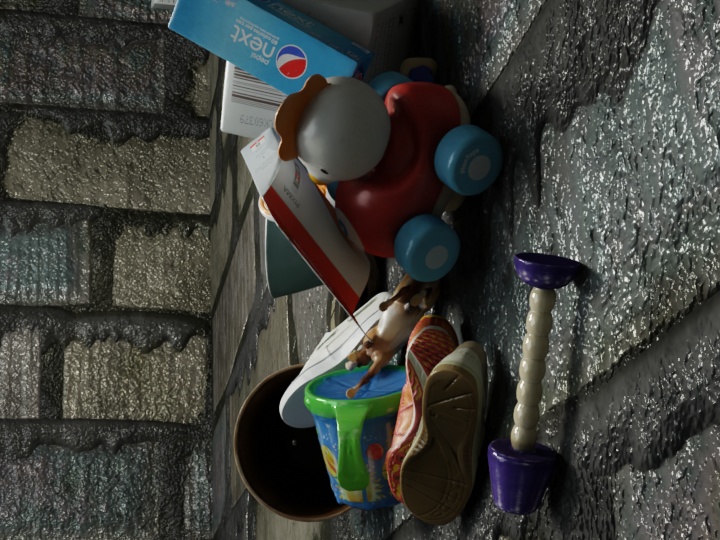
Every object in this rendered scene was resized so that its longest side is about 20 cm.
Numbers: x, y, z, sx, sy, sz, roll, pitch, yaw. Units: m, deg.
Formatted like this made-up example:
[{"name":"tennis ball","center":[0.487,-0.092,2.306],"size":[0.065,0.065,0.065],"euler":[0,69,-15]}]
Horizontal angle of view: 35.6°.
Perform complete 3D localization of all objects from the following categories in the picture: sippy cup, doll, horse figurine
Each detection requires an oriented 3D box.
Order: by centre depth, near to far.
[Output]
[{"name":"doll","center":[0.072,-0.141,1.176],"size":[0.201,0.048,0.137],"euler":[-101,29,-41]},{"name":"horse figurine","center":[0.037,0.050,1.188],"size":[0.201,0.050,0.132],"euler":[-59,-9,22]},{"name":"sippy cup","center":[0.012,0.184,1.226],"size":[0.139,0.177,0.132],"euler":[4,104,48]}]

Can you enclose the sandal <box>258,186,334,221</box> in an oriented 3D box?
[{"name":"sandal","center":[-0.036,-0.097,1.318],"size":[0.059,0.204,0.080],"euler":[46,-140,-58]}]

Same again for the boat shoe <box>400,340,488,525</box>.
[{"name":"boat shoe","center":[0.085,0.157,1.061],"size":[0.065,0.071,0.202],"euler":[-49,-28,-50]}]

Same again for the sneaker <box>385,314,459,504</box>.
[{"name":"sneaker","center":[0.071,0.144,1.136],"size":[0.077,0.072,0.202],"euler":[-58,-21,-73]}]

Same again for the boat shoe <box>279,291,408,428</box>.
[{"name":"boat shoe","center":[-0.022,0.103,1.328],"size":[0.200,0.071,0.070],"euler":[-47,29,15]}]

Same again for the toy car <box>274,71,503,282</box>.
[{"name":"toy car","center":[-0.007,-0.109,1.057],"size":[0.184,0.198,0.178],"euler":[46,117,50]}]

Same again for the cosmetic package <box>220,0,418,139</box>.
[{"name":"cosmetic package","center":[-0.042,-0.240,1.277],"size":[0.200,0.163,0.167],"euler":[-50,-29,-63]}]

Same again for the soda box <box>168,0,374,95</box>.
[{"name":"soda box","center":[-0.091,-0.236,1.147],"size":[0.068,0.199,0.064],"euler":[-63,-7,25]}]

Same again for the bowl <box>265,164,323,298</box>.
[{"name":"bowl","center":[-0.065,-0.061,1.543],"size":[0.201,0.104,0.203],"euler":[3,-90,-85]}]

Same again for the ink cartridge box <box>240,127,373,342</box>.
[{"name":"ink cartridge box","center":[-0.041,-0.040,1.094],"size":[0.163,0.050,0.200],"euler":[52,-179,-29]}]

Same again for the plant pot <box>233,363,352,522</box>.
[{"name":"plant pot","center":[-0.061,0.220,1.445],"size":[0.200,0.185,0.189],"euler":[94,176,-82]}]

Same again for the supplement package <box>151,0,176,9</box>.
[{"name":"supplement package","center":[-0.545,-0.888,3.489],"size":[0.191,0.198,0.149],"euler":[-149,62,-73]}]

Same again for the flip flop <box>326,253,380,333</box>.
[{"name":"flip flop","center":[0.000,0.000,1.449],"size":[0.081,0.057,0.202],"euler":[138,148,-70]}]

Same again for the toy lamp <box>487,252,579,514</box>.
[{"name":"toy lamp","center":[0.133,0.090,0.876],"size":[0.058,0.058,0.202],"euler":[-138,51,-72]}]
